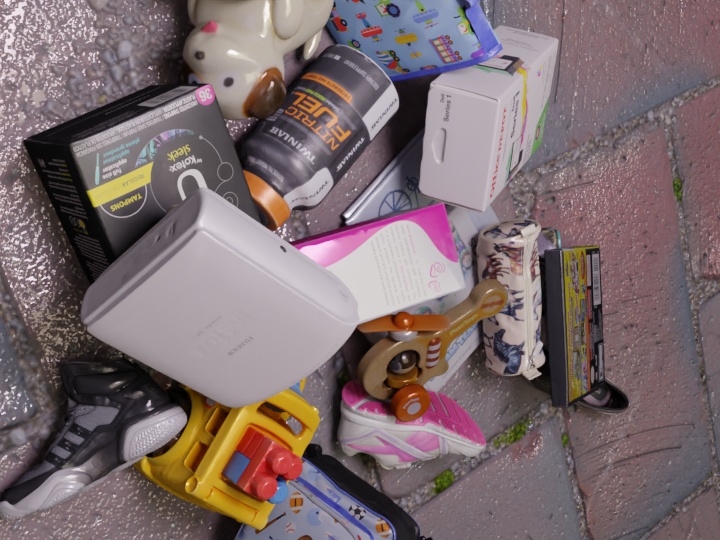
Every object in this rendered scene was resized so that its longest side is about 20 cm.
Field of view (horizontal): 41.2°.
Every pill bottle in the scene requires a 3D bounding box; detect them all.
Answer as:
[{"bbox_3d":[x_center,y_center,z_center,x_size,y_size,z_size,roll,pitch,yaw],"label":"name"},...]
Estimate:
[{"bbox_3d":[-0.056,-0.137,1.023,0.200,0.106,0.106,-52,123,-18],"label":"pill bottle"}]

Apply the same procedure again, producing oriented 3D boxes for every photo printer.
[{"bbox_3d":[-0.113,0.037,0.831,0.166,0.069,0.200,-36,128,25],"label":"photo printer"}]

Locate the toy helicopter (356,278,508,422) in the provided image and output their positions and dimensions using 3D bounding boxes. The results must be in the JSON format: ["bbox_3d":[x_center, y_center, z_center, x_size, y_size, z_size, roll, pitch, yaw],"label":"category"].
[{"bbox_3d":[0.080,0.071,1.097,0.200,0.079,0.132,-36,133,-1],"label":"toy helicopter"}]

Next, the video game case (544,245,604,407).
[{"bbox_3d":[0.287,0.068,1.273,0.181,0.025,0.200,-6,93,-61],"label":"video game case"}]

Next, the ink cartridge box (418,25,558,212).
[{"bbox_3d":[0.151,-0.179,1.115,0.200,0.084,0.145,-47,148,-47],"label":"ink cartridge box"}]

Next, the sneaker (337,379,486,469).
[{"bbox_3d":[0.057,0.199,1.175,0.200,0.081,0.088,16,116,-16],"label":"sneaker"}]

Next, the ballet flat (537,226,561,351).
[{"bbox_3d":[0.246,0.041,1.309,0.072,0.072,0.201,-17,105,-33],"label":"ballet flat"}]

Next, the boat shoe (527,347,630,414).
[{"bbox_3d":[0.316,0.160,1.379,0.200,0.057,0.067,25,83,-37],"label":"boat shoe"}]

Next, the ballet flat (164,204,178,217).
[{"bbox_3d":[-0.106,-0.011,0.887,0.200,0.072,0.072,44,72,-37],"label":"ballet flat"}]

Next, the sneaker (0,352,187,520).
[{"bbox_3d":[-0.277,0.154,0.933,0.200,0.075,0.114,-30,83,-1],"label":"sneaker"}]

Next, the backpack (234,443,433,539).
[{"bbox_3d":[-0.052,0.320,1.053,0.154,0.200,0.191,14,105,-56],"label":"backpack"}]

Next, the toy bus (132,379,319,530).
[{"bbox_3d":[-0.111,0.160,0.982,0.136,0.192,0.200,39,73,-33],"label":"toy bus"}]

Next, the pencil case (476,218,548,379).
[{"bbox_3d":[0.192,0.033,1.198,0.078,0.089,0.200,-18,112,-33],"label":"pencil case"}]

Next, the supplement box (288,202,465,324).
[{"bbox_3d":[0.000,0.000,1.060,0.200,0.103,0.101,-17,96,-21],"label":"supplement box"}]

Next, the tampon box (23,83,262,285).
[{"bbox_3d":[-0.197,-0.060,0.919,0.150,0.126,0.200,-32,115,-28],"label":"tampon box"}]

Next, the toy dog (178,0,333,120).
[{"bbox_3d":[-0.111,-0.244,0.949,0.194,0.139,0.200,78,31,-63],"label":"toy dog"}]

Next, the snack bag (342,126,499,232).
[{"bbox_3d":[0.085,-0.060,1.194,0.189,0.021,0.200,-50,125,-18],"label":"snack bag"}]

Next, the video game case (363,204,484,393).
[{"bbox_3d":[0.096,0.044,1.198,0.200,0.024,0.182,-46,125,-18],"label":"video game case"}]

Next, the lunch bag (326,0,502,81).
[{"bbox_3d":[0.052,-0.282,1.018,0.094,0.200,0.151,-47,122,-20],"label":"lunch bag"}]
